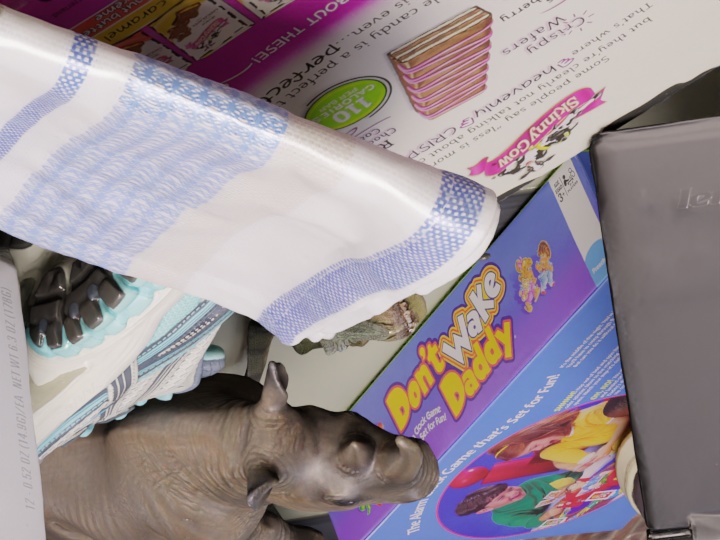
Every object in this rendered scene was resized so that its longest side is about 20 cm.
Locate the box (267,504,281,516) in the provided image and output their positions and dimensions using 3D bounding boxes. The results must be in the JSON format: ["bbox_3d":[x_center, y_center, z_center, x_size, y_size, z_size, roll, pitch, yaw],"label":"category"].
[{"bbox_3d":[-0.110,0.180,1.020,0.164,0.086,0.200,-36,176,25],"label":"box"}]

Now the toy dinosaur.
[{"bbox_3d":[0.000,0.000,0.888,0.088,0.047,0.200,-39,180,-13],"label":"toy dinosaur"}]

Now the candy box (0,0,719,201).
[{"bbox_3d":[0.003,-0.081,0.709,0.136,0.061,0.200,-31,151,15],"label":"candy box"}]

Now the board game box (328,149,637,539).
[{"bbox_3d":[0.087,0.031,1.022,0.134,0.045,0.200,-2,147,-35],"label":"board game box"}]

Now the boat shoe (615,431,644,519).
[{"bbox_3d":[0.146,0.064,0.989,0.072,0.065,0.200,-14,160,-22],"label":"boat shoe"}]

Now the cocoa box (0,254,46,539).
[{"bbox_3d":[-0.200,0.070,0.743,0.200,0.134,0.131,-20,156,27],"label":"cocoa box"}]

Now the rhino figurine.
[{"bbox_3d":[-0.045,0.063,0.890,0.087,0.060,0.200,24,161,-31],"label":"rhino figurine"}]

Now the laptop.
[{"bbox_3d":[0.173,0.018,0.846,0.187,0.116,0.200,-7,173,7],"label":"laptop"}]

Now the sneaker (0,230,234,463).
[{"bbox_3d":[-0.087,0.028,0.835,0.086,0.078,0.200,6,147,-42],"label":"sneaker"}]

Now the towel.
[{"bbox_3d":[-0.077,-0.029,0.667,0.200,0.024,0.147,20,165,-14],"label":"towel"}]
